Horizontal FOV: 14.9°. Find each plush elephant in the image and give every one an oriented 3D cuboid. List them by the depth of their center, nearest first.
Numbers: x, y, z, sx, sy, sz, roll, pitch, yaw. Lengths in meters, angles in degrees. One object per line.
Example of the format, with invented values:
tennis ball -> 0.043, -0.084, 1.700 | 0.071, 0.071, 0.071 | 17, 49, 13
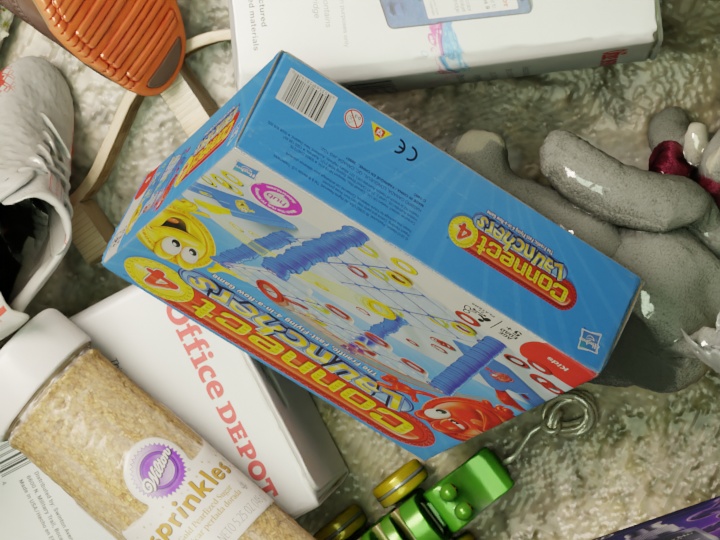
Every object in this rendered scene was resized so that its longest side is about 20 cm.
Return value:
plush elephant -> 0.161, -0.027, 1.337 | 0.200, 0.155, 0.165 | 19, 148, 41

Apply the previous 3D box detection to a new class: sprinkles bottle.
sprinkles bottle -> -0.100, 0.106, 1.357 | 0.200, 0.068, 0.068 | 40, 104, 4

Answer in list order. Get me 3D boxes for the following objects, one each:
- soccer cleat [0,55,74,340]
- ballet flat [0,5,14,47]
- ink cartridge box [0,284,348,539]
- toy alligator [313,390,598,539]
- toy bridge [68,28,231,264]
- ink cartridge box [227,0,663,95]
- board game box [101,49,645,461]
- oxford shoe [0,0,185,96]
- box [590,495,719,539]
soccer cleat -> -0.172, -0.035, 1.389 | 0.085, 0.200, 0.069 | -24, 126, 39
ballet flat -> -0.209, -0.155, 1.436 | 0.075, 0.064, 0.201 | 16, 100, 11
ink cartridge box -> -0.127, 0.094, 1.439 | 0.200, 0.084, 0.146 | -27, 91, 14
toy alligator -> 0.038, 0.127, 1.423 | 0.200, 0.054, 0.059 | -38, 89, 14
toy bridge -> -0.086, -0.082, 1.437 | 0.200, 0.027, 0.067 | -35, 89, 14
ink cartridge box -> 0.041, -0.133, 1.324 | 0.199, 0.145, 0.088 | -5, 90, 4
board game box -> 0.000, 0.000, 1.300 | 0.200, 0.196, 0.056 | 32, 65, -12
oxford shoe -> -0.167, -0.162, 1.382 | 0.200, 0.073, 0.071 | 47, 64, -28
box -> 0.128, 0.194, 1.338 | 0.148, 0.200, 0.105 | -21, 92, 13
